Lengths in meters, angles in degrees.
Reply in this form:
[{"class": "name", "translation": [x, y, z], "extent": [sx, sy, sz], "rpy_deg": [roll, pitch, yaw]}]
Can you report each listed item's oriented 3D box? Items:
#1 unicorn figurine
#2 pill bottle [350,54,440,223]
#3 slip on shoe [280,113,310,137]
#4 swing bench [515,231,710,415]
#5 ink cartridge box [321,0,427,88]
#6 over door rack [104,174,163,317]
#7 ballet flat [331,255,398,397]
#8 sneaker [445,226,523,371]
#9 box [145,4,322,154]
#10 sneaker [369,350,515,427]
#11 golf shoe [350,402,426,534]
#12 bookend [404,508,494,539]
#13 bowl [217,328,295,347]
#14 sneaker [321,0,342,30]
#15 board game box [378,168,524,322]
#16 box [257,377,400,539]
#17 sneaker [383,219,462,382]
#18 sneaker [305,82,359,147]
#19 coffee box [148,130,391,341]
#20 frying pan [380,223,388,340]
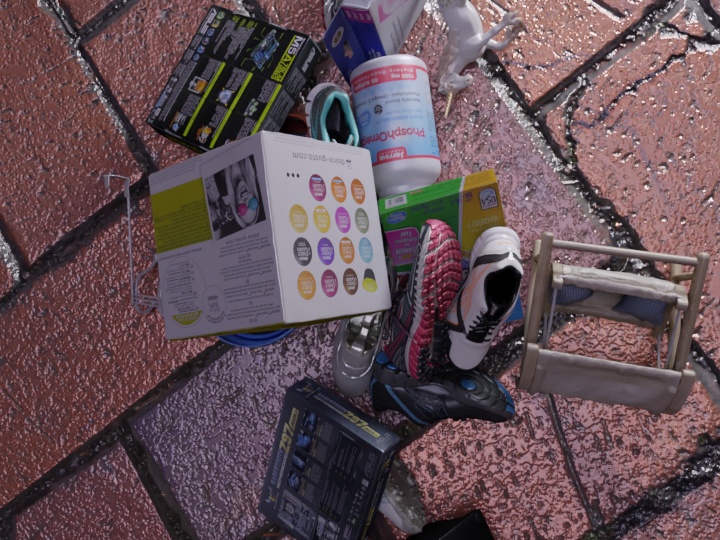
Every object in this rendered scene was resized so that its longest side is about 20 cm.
[{"class": "unicorn figurine", "translation": [0.148, -0.326, 0.997], "extent": [0.135, 0.074, 0.204], "rpy_deg": [-19, 94, 17]}, {"class": "pill bottle", "translation": [0.049, -0.171, 0.989], "extent": [0.106, 0.109, 0.205], "rpy_deg": [-9, 86, 9]}, {"class": "slip on shoe", "translation": [-0.148, -0.198, 1.048], "extent": [0.195, 0.061, 0.076], "rpy_deg": [8, 90, 11]}, {"class": "swing bench", "translation": [0.305, 0.070, 0.925], "extent": [0.194, 0.130, 0.205], "rpy_deg": [7, 89, 9]}, {"class": "ink cartridge box", "translation": [0.034, -0.342, 0.956], "extent": [0.043, 0.196, 0.203], "rpy_deg": [28, 92, 11]}, {"class": "over door rack", "translation": [-0.270, -0.036, 1.017], "extent": [0.146, 0.066, 0.205], "rpy_deg": [4, 108, 43]}, {"class": "ballet flat", "translation": [0.003, 0.079, 0.993], "extent": [0.068, 0.069, 0.204], "rpy_deg": [19, 98, 10]}, {"class": "sneaker", "translation": [0.148, 0.049, 0.919], "extent": [0.072, 0.081, 0.204], "rpy_deg": [8, 121, -7]}, {"class": "box", "translation": [-0.177, -0.253, 1.024], "extent": [0.190, 0.047, 0.203], "rpy_deg": [25, 83, 25]}, {"class": "sneaker", "translation": [0.107, 0.169, 0.993], "extent": [0.195, 0.073, 0.084], "rpy_deg": [16, 116, 8]}, {"class": "golf shoe", "translation": [0.005, 0.280, 1.004], "extent": [0.097, 0.078, 0.201], "rpy_deg": [-45, 76, 23]}, {"class": "bookend", "translation": [0.051, 0.408, 0.956], "extent": [0.199, 0.196, 0.094], "rpy_deg": [-36, 79, 50]}, {"class": "bowl", "translation": [-0.148, 0.004, 1.040], "extent": [0.196, 0.039, 0.206], "rpy_deg": [0, 88, 15]}, {"class": "sneaker", "translation": [0.002, -0.411, 1.017], "extent": [0.073, 0.081, 0.204], "rpy_deg": [22, 90, 6]}, {"class": "board game box", "translation": [0.119, -0.013, 0.952], "extent": [0.149, 0.041, 0.203], "rpy_deg": [-14, 119, 8]}, {"class": "box", "translation": [-0.046, 0.265, 0.959], "extent": [0.156, 0.051, 0.204], "rpy_deg": [26, 114, 26]}, {"class": "sneaker", "translation": [0.069, 0.035, 0.915], "extent": [0.074, 0.080, 0.205], "rpy_deg": [24, 113, 38]}, {"class": "sneaker", "translation": [-0.033, -0.145, 0.973], "extent": [0.076, 0.091, 0.205], "rpy_deg": [-11, 99, -11]}, {"class": "coffee box", "translation": [-0.105, -0.031, 0.877], "extent": [0.197, 0.198, 0.203], "rpy_deg": [-11, 85, 36]}, {"class": "frying pan", "translation": [-0.017, -0.001, 1.035], "extent": [0.112, 0.031, 0.195], "rpy_deg": [0, 84, 11]}]
